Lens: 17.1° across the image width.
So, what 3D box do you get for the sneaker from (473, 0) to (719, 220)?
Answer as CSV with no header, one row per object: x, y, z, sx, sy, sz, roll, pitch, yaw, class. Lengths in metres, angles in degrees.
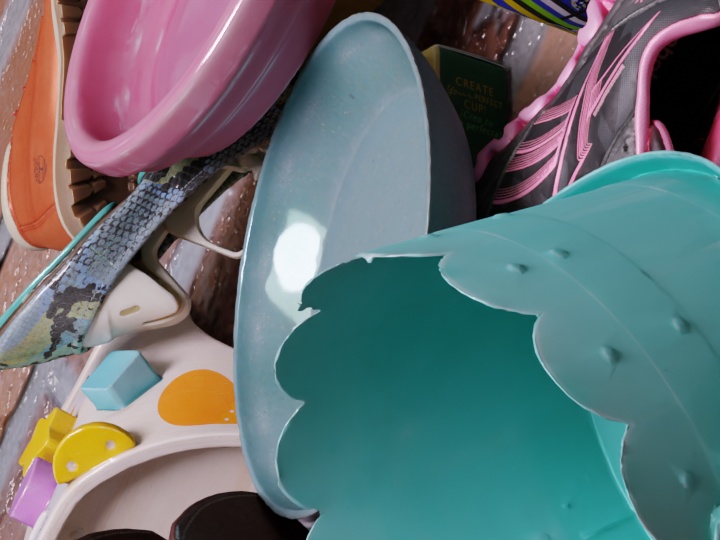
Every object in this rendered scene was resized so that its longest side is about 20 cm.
0.095,-0.034,0.886,0.201,0.079,0.096,-64,21,19,sneaker

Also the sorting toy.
-0.120,0.097,1.156,0.201,0.106,0.180,-60,20,21,sorting toy

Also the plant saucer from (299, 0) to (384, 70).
-0.044,-0.195,1.165,0.200,0.048,0.201,-42,49,38,plant saucer

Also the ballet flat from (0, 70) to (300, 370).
-0.090,-0.016,1.115,0.200,0.074,0.074,-50,40,2,ballet flat

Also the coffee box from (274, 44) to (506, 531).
0.011,0.016,1.027,0.123,0.044,0.202,-20,64,50,coffee box

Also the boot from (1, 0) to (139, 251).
-0.150,-0.106,1.261,0.107,0.075,0.202,-11,72,56,boot

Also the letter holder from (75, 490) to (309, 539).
-0.077,0.131,0.904,0.142,0.200,0.101,43,94,6,letter holder

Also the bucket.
0.080,0.067,0.787,0.207,0.134,0.209,32,133,43,bucket

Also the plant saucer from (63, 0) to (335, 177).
-0.061,-0.129,1.053,0.200,0.051,0.201,-44,32,36,plant saucer

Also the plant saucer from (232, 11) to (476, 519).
0.000,0.000,0.951,0.200,0.036,0.202,-171,90,-69,plant saucer

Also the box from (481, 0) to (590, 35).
0.042,-0.150,0.905,0.064,0.199,0.071,-20,63,48,box
